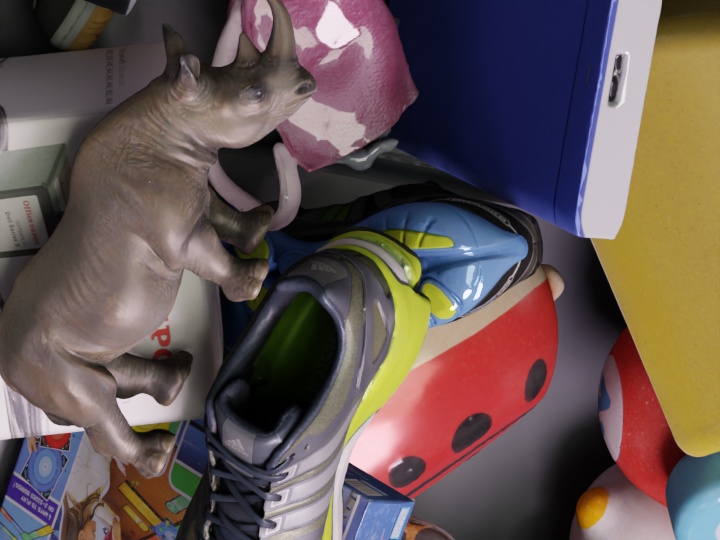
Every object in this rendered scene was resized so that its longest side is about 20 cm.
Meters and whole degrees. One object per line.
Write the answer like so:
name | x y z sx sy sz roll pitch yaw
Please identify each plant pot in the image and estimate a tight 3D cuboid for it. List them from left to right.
plant pot | 0.224 -0.056 1.252 0.199 0.176 0.201 -26 94 -29

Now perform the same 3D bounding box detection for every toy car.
toy car | 0.154 0.116 1.426 0.176 0.185 0.200 29 123 -30

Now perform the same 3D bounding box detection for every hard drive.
hard drive | 0.065 -0.102 1.254 0.025 0.200 0.133 3 102 -26

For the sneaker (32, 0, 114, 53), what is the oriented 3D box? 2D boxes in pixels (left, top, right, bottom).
sneaker | -0.120 -0.196 1.224 0.087 0.076 0.201 14 101 -10

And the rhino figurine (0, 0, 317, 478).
rhino figurine | -0.078 -0.021 1.144 0.087 0.060 0.201 24 106 -17

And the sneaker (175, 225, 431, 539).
sneaker | -0.041 0.076 1.169 0.081 0.074 0.201 -1 112 -65

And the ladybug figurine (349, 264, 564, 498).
ladybug figurine | 0.017 0.065 1.336 0.199 0.136 0.072 -35 80 -5

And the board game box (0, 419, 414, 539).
board game box | -0.078 0.121 1.276 0.034 0.199 0.136 7 107 -51

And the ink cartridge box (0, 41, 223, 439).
ink cartridge box | -0.163 -0.008 1.219 0.199 0.084 0.146 -6 112 -1

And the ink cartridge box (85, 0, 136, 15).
ink cartridge box | -0.156 -0.195 1.102 0.197 0.200 0.044 21 59 -4

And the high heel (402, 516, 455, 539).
high heel | 0.018 0.194 1.361 0.199 0.072 0.143 16 60 3

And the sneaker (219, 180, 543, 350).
sneaker | 0.000 0.000 1.274 0.082 0.199 0.071 -9 94 -43

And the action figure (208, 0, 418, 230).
action figure | -0.043 -0.145 1.229 0.149 0.134 0.201 -41 135 -21
